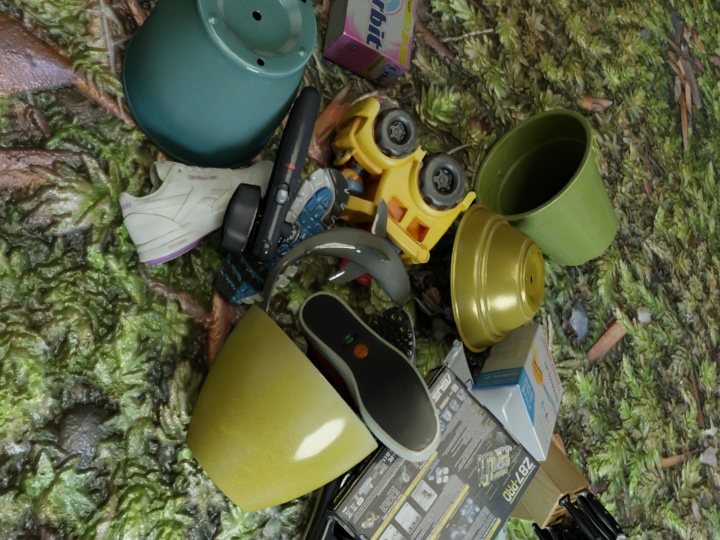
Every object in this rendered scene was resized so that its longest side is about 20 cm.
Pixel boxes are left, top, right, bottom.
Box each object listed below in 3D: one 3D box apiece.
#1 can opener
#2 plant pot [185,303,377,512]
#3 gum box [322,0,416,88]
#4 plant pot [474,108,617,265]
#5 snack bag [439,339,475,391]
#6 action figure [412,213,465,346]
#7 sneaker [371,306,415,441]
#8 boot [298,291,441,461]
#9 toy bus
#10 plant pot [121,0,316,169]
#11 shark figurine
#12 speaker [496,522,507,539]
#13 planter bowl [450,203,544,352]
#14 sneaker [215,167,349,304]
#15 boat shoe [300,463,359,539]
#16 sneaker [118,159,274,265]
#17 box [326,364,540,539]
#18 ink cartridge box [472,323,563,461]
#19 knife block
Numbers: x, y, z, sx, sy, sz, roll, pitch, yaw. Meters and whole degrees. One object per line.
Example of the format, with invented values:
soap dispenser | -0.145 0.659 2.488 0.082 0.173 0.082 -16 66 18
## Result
can opener | -0.085 -0.105 0.683 0.077 0.063 0.205 24 82 -25
plant pot | -0.098 0.160 0.659 0.142 0.199 0.201 -42 104 -12
gum box | 0.019 -0.389 0.913 0.111 0.066 0.206 17 70 -28
plant pot | 0.311 -0.109 0.990 0.189 0.197 0.204 39 61 -33
snack bag | 0.094 0.217 0.795 0.190 0.021 0.202 -51 138 -25
action figure | 0.142 0.019 0.909 0.130 0.069 0.203 40 64 -28
sneaker | 0.047 0.149 0.811 0.072 0.070 0.207 -8 96 -68
boot | 0.008 0.130 0.682 0.072 0.146 0.200 -34 66 -20
toy bus | 0.021 -0.090 0.826 0.199 0.135 0.194 40 77 -17
plant pot | -0.144 -0.239 0.699 0.195 0.186 0.207 8 75 -32
shark figurine | -0.013 -0.013 0.714 0.209 0.089 0.132 0 106 -31
speaker | 0.142 0.337 0.802 0.086 0.088 0.207 8 90 -31
planter bowl | 0.198 0.011 0.852 0.198 0.081 0.207 -3 94 -57
sneaker | -0.097 -0.042 0.761 0.200 0.086 0.075 -45 113 -8
boat shoe | -0.027 0.317 0.730 0.071 0.062 0.206 24 67 -27
sneaker | -0.177 -0.092 0.709 0.199 0.074 0.102 -36 106 -34
box | 0.083 0.233 0.682 0.161 0.049 0.201 43 67 0
ink cartridge box | 0.230 0.156 0.885 0.200 0.066 0.118 -46 117 -55
knife block | 0.267 0.291 0.864 0.062 0.174 0.207 -1 79 -33
